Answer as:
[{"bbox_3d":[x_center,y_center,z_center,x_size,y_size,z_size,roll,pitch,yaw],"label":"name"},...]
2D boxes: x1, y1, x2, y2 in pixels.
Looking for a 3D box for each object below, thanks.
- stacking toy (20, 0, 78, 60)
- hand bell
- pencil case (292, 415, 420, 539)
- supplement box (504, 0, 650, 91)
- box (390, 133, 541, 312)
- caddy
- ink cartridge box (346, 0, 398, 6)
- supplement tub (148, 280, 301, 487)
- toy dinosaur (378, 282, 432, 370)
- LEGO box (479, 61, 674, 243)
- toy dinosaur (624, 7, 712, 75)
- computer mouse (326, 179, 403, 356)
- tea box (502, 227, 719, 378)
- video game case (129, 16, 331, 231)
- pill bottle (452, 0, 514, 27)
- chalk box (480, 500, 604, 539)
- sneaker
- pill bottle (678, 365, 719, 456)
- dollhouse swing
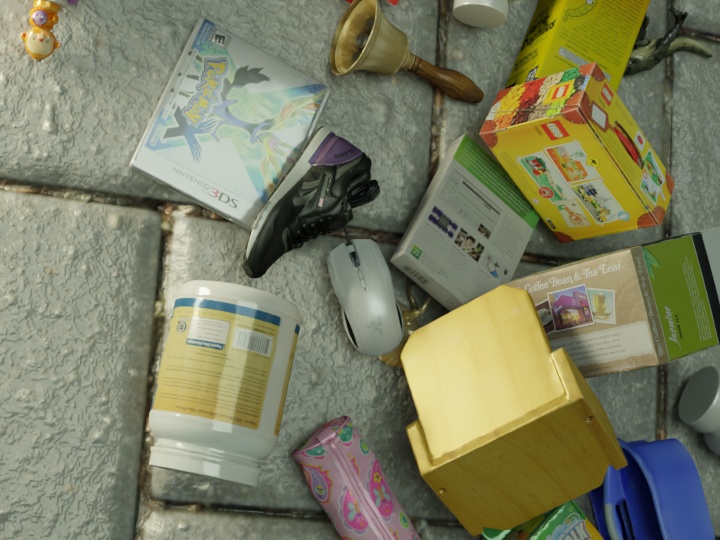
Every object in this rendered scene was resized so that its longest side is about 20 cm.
[{"bbox_3d":[-0.344,-0.336,1.404,0.114,0.110,0.203,12,90,-19],"label":"stacking toy"},{"bbox_3d":[0.071,-0.253,1.545,0.198,0.104,0.106,20,76,-28],"label":"hand bell"},{"bbox_3d":[0.003,0.269,1.438,0.087,0.087,0.202,-31,92,-20],"label":"pencil case"},{"bbox_3d":[0.271,-0.279,1.592,0.108,0.109,0.202,26,74,-13],"label":"supplement box"},{"bbox_3d":[0.133,-0.047,1.521,0.144,0.036,0.201,39,58,-16],"label":"box"},{"bbox_3d":[0.341,0.295,1.520,0.104,0.141,0.203,-13,86,-23],"label":"caddy"},{"bbox_3d":[-0.022,-0.412,1.532,0.199,0.067,0.117,34,74,-12],"label":"ink cartridge box"},{"bbox_3d":[-0.150,0.124,1.372,0.143,0.144,0.203,15,78,-16],"label":"supplement tub"},{"bbox_3d":[0.068,0.089,1.510,0.100,0.058,0.203,-22,82,-5],"label":"toy dinosaur"},{"bbox_3d":[0.261,-0.135,1.510,0.200,0.148,0.078,49,51,-29],"label":"LEGO box"},{"bbox_3d":[0.389,-0.301,1.660,0.197,0.048,0.089,-19,131,-22],"label":"toy dinosaur"},{"bbox_3d":[0.000,0.000,1.472,0.108,0.044,0.203,-19,80,-5],"label":"computer mouse"},{"bbox_3d":[0.311,0.044,1.484,0.195,0.199,0.136,-11,86,-41],"label":"tea box"},{"bbox_3d":[-0.150,-0.168,1.478,0.180,0.022,0.202,27,75,-14],"label":"video game case"},{"bbox_3d":[0.164,-0.412,1.573,0.109,0.111,0.203,14,78,-16],"label":"pill bottle"},{"bbox_3d":[0.214,0.346,1.478,0.125,0.124,0.201,-43,97,-19],"label":"chalk box"},{"bbox_3d":[-0.057,-0.067,1.434,0.087,0.076,0.201,30,72,8],"label":"sneaker"},{"bbox_3d":[0.510,0.202,1.607,0.198,0.111,0.112,28,75,-13],"label":"pill bottle"},{"bbox_3d":[0.164,0.156,1.435,0.198,0.177,0.182,-29,126,14],"label":"dollhouse swing"}]
